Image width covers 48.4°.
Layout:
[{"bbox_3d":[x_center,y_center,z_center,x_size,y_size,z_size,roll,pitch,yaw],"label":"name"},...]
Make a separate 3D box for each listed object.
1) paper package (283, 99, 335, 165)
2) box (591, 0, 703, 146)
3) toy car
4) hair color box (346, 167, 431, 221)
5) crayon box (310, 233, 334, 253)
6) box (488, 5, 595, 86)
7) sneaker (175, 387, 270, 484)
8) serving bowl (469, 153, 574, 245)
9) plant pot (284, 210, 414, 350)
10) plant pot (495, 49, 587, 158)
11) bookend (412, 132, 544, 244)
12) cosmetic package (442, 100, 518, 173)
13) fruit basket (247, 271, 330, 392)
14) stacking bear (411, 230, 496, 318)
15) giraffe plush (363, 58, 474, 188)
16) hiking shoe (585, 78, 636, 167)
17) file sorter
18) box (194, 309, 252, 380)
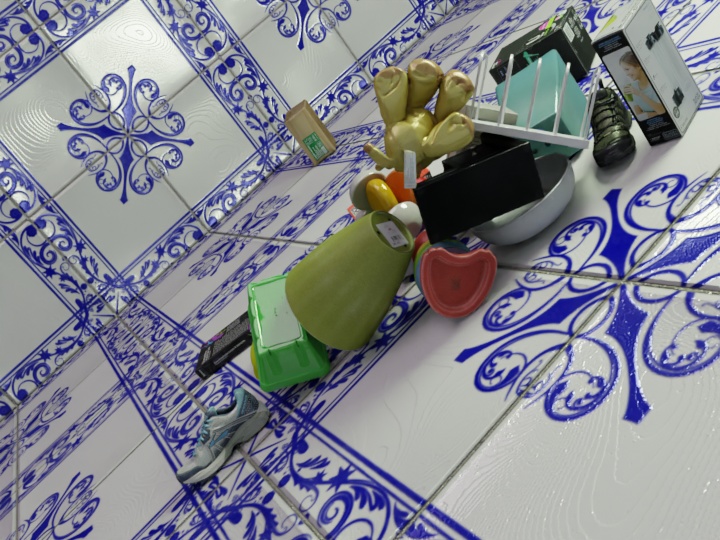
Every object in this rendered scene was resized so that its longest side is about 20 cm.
[{"bbox_3d":[-0.187,-0.513,2.968,0.103,0.201,0.191,-34,18,11],"label":"paper package"},{"bbox_3d":[0.457,-0.317,1.269,0.060,0.201,0.117,-13,32,52],"label":"box"},{"bbox_3d":[0.078,-0.106,1.525,0.148,0.202,0.175,-29,51,-16],"label":"toy car"},{"bbox_3d":[0.072,-0.164,1.810,0.199,0.062,0.102,-39,-22,2],"label":"hair color box"},{"bbox_3d":[-0.095,0.014,1.664,0.200,0.058,0.172,-43,-7,8],"label":"crayon box"},{"bbox_3d":[0.421,-0.486,1.850,0.198,0.125,0.149,-25,22,39],"label":"box"},{"bbox_3d":[-0.260,0.291,1.429,0.200,0.087,0.077,-43,18,-12],"label":"sneaker"},{"bbox_3d":[0.278,-0.107,1.343,0.199,0.066,0.201,-35,18,13],"label":"serving bowl"},{"bbox_3d":[0.000,0.000,1.359,0.200,0.186,0.188,-48,11,33],"label":"plant pot"},{"bbox_3d":[0.351,-0.287,1.523,0.140,0.142,0.202,-29,28,27],"label":"plant pot"},{"bbox_3d":[0.165,-0.141,1.310,0.196,0.094,0.200,-23,18,-4],"label":"bookend"},{"bbox_3d":[0.211,-0.202,1.470,0.087,0.101,0.204,-101,22,-70],"label":"cosmetic package"},{"bbox_3d":[-0.143,0.135,1.494,0.153,0.219,0.216,-16,20,0],"label":"fruit basket"},{"bbox_3d":[0.134,-0.011,1.319,0.119,0.116,0.200,2,19,-9],"label":"stacking bear"},{"bbox_3d":[0.090,-0.215,1.276,0.162,0.169,0.204,74,-147,-85],"label":"giraffe plush"},{"bbox_3d":[0.413,-0.251,1.360,0.075,0.101,0.201,-28,21,29],"label":"hiking shoe"},{"bbox_3d":[0.280,-0.278,1.306,0.196,0.127,0.139,11,12,11],"label":"file sorter"},{"bbox_3d":[-0.301,0.161,1.891,0.199,0.036,0.143,-36,18,8],"label":"box"}]
